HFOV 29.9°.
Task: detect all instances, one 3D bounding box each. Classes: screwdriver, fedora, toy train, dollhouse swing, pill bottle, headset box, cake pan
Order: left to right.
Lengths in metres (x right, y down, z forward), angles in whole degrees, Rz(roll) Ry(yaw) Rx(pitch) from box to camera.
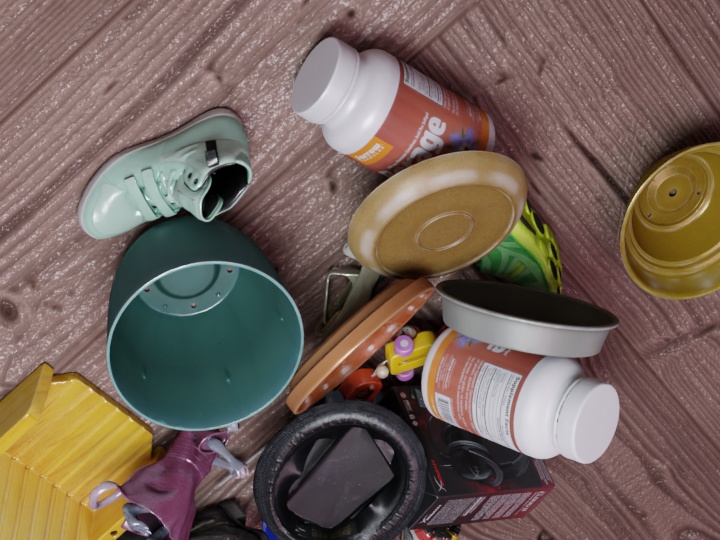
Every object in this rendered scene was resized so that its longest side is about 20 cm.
[{"bbox_3d":[-0.325,0.252,1.481,0.181,0.176,0.200,-40,122,10],"label":"dollhouse swing"},{"bbox_3d":[-0.100,0.195,1.604,0.199,0.028,0.029,-35,93,6],"label":"screwdriver"},{"bbox_3d":[-0.022,0.222,1.511,0.197,0.092,0.204,0,107,0],"label":"fedora"},{"bbox_3d":[0.032,-0.155,1.380,0.198,0.113,0.113,26,111,-28],"label":"pill bottle"},{"bbox_3d":[0.057,0.112,1.582,0.198,0.056,0.151,-2,142,-31],"label":"toy train"},{"bbox_3d":[0.125,0.214,1.582,0.198,0.150,0.077,2,141,-33],"label":"headset box"},{"bbox_3d":[0.172,0.134,1.448,0.111,0.198,0.114,-20,118,-43],"label":"pill bottle"},{"bbox_3d":[0.174,0.050,1.434,0.198,0.200,0.037,6,101,-20],"label":"cake pan"}]

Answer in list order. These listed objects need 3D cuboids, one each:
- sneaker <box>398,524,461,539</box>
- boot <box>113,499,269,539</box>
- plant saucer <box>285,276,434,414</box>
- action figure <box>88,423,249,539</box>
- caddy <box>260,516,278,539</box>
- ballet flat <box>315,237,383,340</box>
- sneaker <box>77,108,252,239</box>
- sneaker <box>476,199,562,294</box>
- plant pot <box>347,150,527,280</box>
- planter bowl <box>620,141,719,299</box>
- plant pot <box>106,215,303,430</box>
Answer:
[{"bbox_3d":[0.078,0.300,1.631,0.077,0.200,0.083,30,108,4],"label":"sneaker"},{"bbox_3d":[-0.201,0.336,1.559,0.172,0.200,0.070,-9,108,-24],"label":"boot"},{"bbox_3d":[-0.004,0.074,1.425,0.200,0.200,0.032,-45,83,12],"label":"plant saucer"},{"bbox_3d":[-0.201,0.218,1.525,0.147,0.202,0.134,25,153,-1],"label":"action figure"},{"bbox_3d":[-0.034,0.274,1.623,0.200,0.105,0.141,-45,121,12],"label":"caddy"},{"bbox_3d":[0.000,0.000,1.498,0.069,0.070,0.202,12,117,-23],"label":"ballet flat"},{"bbox_3d":[-0.198,-0.078,1.353,0.199,0.119,0.074,-32,126,6],"label":"sneaker"},{"bbox_3d":[0.176,-0.023,1.541,0.083,0.075,0.201,-12,135,27],"label":"sneaker"},{"bbox_3d":[0.084,-0.048,1.394,0.197,0.028,0.201,-14,148,-9],"label":"plant pot"},{"bbox_3d":[0.375,-0.073,1.551,0.197,0.084,0.203,-8,121,-13],"label":"planter bowl"},{"bbox_3d":[-0.172,0.037,1.404,0.198,0.161,0.203,-8,123,-12],"label":"plant pot"}]
